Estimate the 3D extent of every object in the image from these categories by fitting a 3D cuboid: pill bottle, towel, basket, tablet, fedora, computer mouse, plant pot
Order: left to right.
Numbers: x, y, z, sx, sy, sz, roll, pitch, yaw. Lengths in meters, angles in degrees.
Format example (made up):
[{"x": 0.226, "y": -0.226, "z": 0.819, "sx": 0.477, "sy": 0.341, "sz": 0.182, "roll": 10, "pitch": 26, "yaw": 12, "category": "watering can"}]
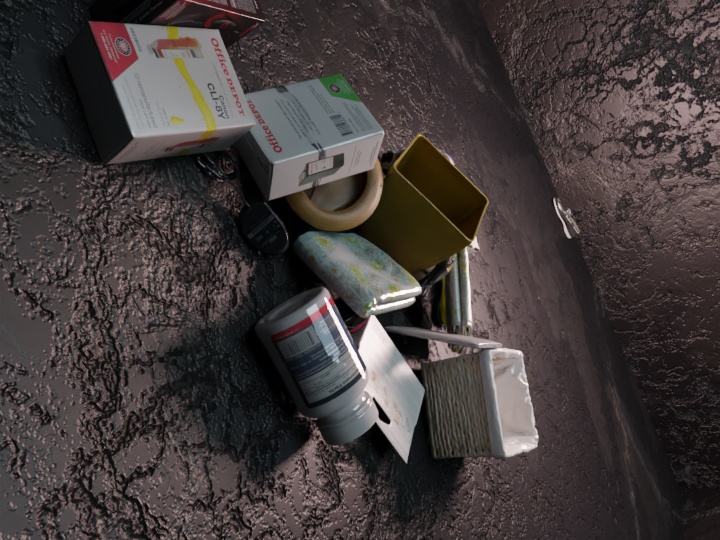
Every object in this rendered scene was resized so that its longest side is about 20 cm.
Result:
[{"x": -0.176, "y": -0.105, "z": 0.924, "sx": 0.201, "sy": 0.058, "sz": 0.034, "roll": 55, "pitch": -7, "yaw": -16, "category": "computer mouse"}, {"x": -0.056, "y": 0.139, "z": 0.888, "sx": 0.203, "sy": 0.118, "sz": 0.120, "roll": 64, "pitch": 31, "yaw": -11, "category": "pill bottle"}, {"x": -0.057, "y": -0.152, "z": 1.059, "sx": 0.197, "sy": 0.082, "sz": 0.205, "roll": 8, "pitch": 70, "yaw": -22, "category": "fedora"}, {"x": 0.000, "y": 0.000, "z": 1.038, "sx": 0.171, "sy": 0.049, "sz": 0.199, "roll": 40, "pitch": 22, "yaw": 22, "category": "towel"}, {"x": 0.110, "y": -0.112, "z": 1.222, "sx": 0.200, "sy": 0.176, "sz": 0.201, "roll": 42, "pitch": 36, "yaw": -5, "category": "plant pot"}, {"x": 0.131, "y": 0.007, "z": 1.268, "sx": 0.044, "sy": 0.110, "sz": 0.200, "roll": 45, "pitch": -2, "yaw": -2, "category": "computer mouse"}, {"x": 0.156, "y": 0.125, "z": 1.176, "sx": 0.129, "sy": 0.197, "sz": 0.014, "roll": 10, "pitch": 88, "yaw": -55, "category": "tablet"}, {"x": 0.204, "y": 0.053, "z": 1.294, "sx": 0.172, "sy": 0.047, "sz": 0.204, "roll": 82, "pitch": 8, "yaw": -64, "category": "towel"}, {"x": 0.237, "y": 0.268, "z": 1.232, "sx": 0.197, "sy": 0.159, "sz": 0.204, "roll": 13, "pitch": 66, "yaw": -55, "category": "basket"}]

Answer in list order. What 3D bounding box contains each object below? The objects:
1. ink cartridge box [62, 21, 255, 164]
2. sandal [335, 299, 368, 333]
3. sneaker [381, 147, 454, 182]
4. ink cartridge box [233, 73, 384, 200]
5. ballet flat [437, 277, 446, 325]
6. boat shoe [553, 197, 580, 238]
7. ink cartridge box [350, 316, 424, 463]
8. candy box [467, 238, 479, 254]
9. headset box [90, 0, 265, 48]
[{"x": -0.251, "y": -0.230, "z": 0.799, "sx": 0.199, "sy": 0.083, "sz": 0.148, "roll": -23, "pitch": 91, "yaw": -50, "category": "ink cartridge box"}, {"x": -0.011, "y": 0.073, "z": 1.052, "sx": 0.200, "sy": 0.074, "sz": 0.046, "roll": -36, "pitch": 118, "yaw": -62, "category": "sandal"}, {"x": 0.129, "y": -0.241, "z": 1.339, "sx": 0.083, "sy": 0.198, "sz": 0.082, "roll": -26, "pitch": 117, "yaw": -33, "category": "sneaker"}, {"x": -0.087, "y": -0.211, "z": 0.959, "sx": 0.197, "sy": 0.085, "sz": 0.147, "roll": -20, "pitch": 63, "yaw": -27, "category": "ink cartridge box"}, {"x": 0.219, "y": 0.041, "z": 1.445, "sx": 0.067, "sy": 0.066, "sz": 0.203, "roll": 48, "pitch": 36, "yaw": -36, "category": "ballet flat"}, {"x": 0.920, "y": -0.242, "z": 2.760, "sx": 0.202, "sy": 0.060, "sz": 0.076, "roll": 58, "pitch": 32, "yaw": -18, "category": "boat shoe"}, {"x": 0.035, "y": 0.204, "z": 1.071, "sx": 0.201, "sy": 0.043, "sz": 0.175, "roll": 56, "pitch": 33, "yaw": -22, "category": "ink cartridge box"}, {"x": 0.206, "y": -0.134, "z": 1.525, "sx": 0.199, "sy": 0.071, "sz": 0.171, "roll": 16, "pitch": 59, "yaw": -54, "category": "candy box"}, {"x": -0.250, "y": -0.352, "z": 0.841, "sx": 0.199, "sy": 0.147, "sz": 0.076, "roll": -23, "pitch": 92, "yaw": -61, "category": "headset box"}]
